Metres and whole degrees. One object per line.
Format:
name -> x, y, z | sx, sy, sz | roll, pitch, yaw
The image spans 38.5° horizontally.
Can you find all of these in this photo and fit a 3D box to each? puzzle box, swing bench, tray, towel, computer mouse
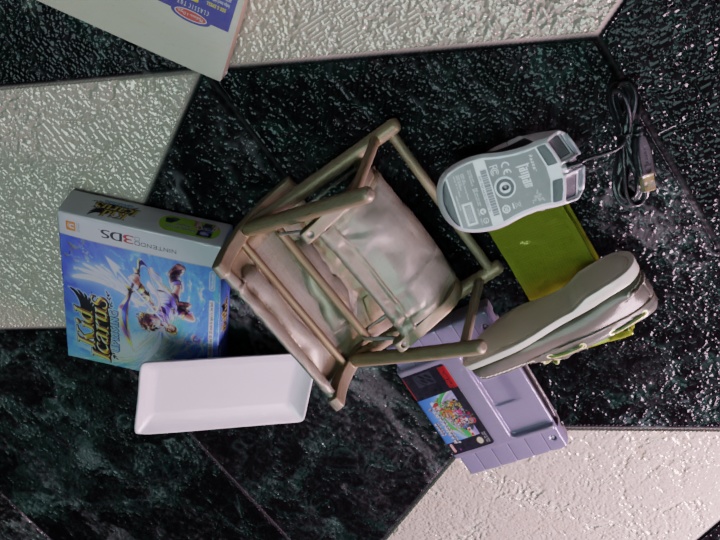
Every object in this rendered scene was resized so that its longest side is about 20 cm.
puzzle box -> -0.193, -0.266, 0.914 | 0.197, 0.026, 0.134 | 24, 126, -4
swing bench -> 0.000, 0.000, 0.997 | 0.198, 0.131, 0.200 | -24, 118, 33
tray -> -0.150, 0.130, 1.141 | 0.196, 0.022, 0.109 | -2, 129, -21
towel -> 0.192, -0.002, 1.015 | 0.085, 0.018, 0.201 | -22, 117, 25
computer mouse -> 0.163, -0.093, 0.930 | 0.196, 0.044, 0.112 | -15, 106, 19

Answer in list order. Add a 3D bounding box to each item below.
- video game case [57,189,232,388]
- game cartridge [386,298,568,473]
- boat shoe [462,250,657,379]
video game case -> -0.232, 0.025, 1.117 | 0.177, 0.046, 0.203 | 12, 127, 6
game cartridge -> 0.126, 0.133, 1.117 | 0.128, 0.039, 0.201 | -24, 116, 22
boat shoe -> 0.191, 0.058, 0.999 | 0.200, 0.072, 0.060 | -33, 111, 23
